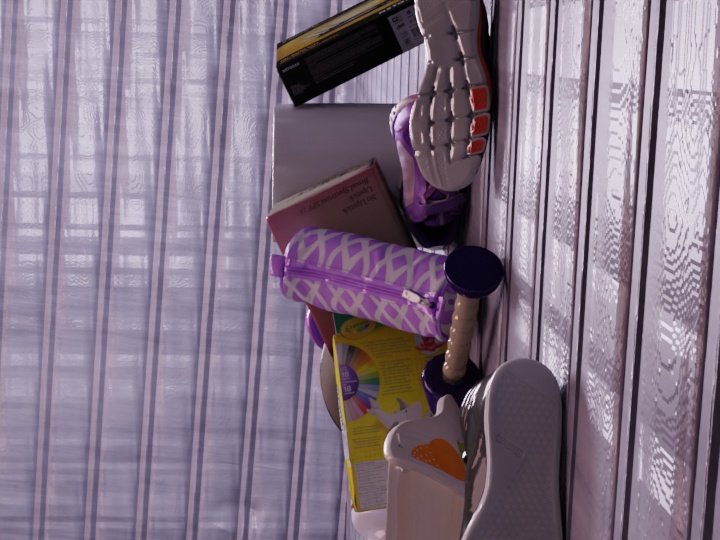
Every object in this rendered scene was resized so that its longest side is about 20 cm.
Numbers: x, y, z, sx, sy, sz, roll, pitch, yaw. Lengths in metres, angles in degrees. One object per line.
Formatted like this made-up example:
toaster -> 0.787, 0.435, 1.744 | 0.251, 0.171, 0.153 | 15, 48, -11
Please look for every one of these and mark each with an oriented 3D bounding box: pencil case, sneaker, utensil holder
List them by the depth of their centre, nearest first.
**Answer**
sneaker -> 0.100, 0.161, 0.947 | 0.099, 0.070, 0.203 | 133, 143, -87
sneaker -> 0.094, -0.173, 1.243 | 0.082, 0.076, 0.203 | -10, -77, -66
pencil case -> 0.016, 0.013, 1.315 | 0.085, 0.198, 0.085 | -22, -61, -54
sneaker -> 0.074, -0.095, 1.374 | 0.201, 0.079, 0.089 | 86, 177, -55
utensil holder -> -0.003, -0.111, 1.572 | 0.170, 0.197, 0.172 | -178, 90, -87

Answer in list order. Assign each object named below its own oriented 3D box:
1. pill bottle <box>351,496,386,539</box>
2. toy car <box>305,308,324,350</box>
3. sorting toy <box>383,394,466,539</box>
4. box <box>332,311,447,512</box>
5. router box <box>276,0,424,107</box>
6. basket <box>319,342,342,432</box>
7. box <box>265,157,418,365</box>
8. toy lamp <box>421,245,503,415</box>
pill bottle -> 0.045, 0.216, 1.436 | 0.113, 0.111, 0.202 | 98, 172, -64
toy car -> -0.005, 0.071, 1.969 | 0.200, 0.148, 0.178 | 151, 120, -86
sorting toy -> 0.073, 0.202, 1.181 | 0.180, 0.105, 0.202 | -80, -8, -65
box -> 0.036, 0.131, 1.362 | 0.048, 0.116, 0.203 | 113, 151, -80
router box -> 0.000, -0.269, 1.581 | 0.053, 0.198, 0.157 | 63, -175, -18
basket -> 0.028, 0.105, 1.631 | 0.200, 0.134, 0.183 | 115, 154, -73
box -> 0.000, 0.000, 1.449 | 0.109, 0.127, 0.202 | -81, -34, -81
toy lamp -> 0.087, 0.063, 1.223 | 0.201, 0.057, 0.059 | 94, 175, -48
